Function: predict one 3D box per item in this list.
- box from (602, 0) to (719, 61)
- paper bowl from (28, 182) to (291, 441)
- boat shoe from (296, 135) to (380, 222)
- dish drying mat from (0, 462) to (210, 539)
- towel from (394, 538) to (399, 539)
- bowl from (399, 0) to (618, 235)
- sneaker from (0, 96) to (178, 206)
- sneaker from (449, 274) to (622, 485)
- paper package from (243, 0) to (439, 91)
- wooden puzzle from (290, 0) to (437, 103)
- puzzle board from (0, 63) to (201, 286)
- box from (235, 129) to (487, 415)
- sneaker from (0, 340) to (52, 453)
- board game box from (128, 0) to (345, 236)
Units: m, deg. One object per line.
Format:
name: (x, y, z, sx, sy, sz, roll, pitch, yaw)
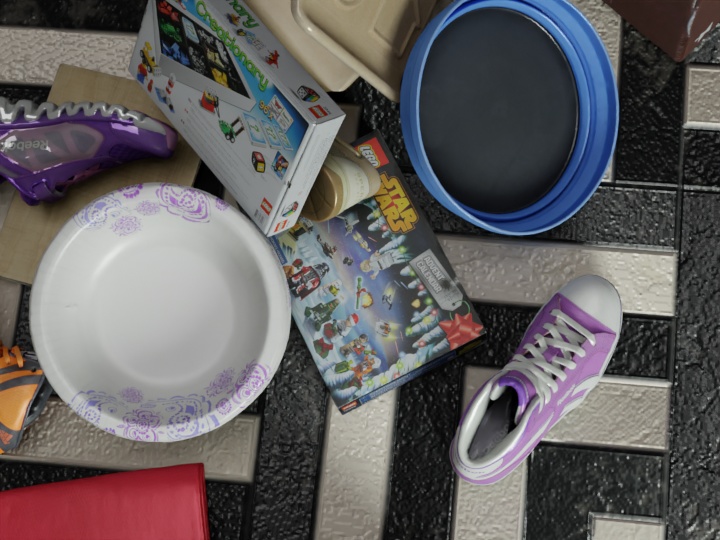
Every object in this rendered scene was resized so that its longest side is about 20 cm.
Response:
box: (0.251, -0.318, 1.097, 0.200, 0.166, 0.164, 43, 83, 13)
paper bowl: (-0.156, 0.033, 1.069, 0.200, 0.104, 0.201, 0, 89, 1)
boat shoe: (-0.068, -0.108, 1.099, 0.065, 0.072, 0.200, -23, 45, -40)
dish drying mat: (-0.223, 0.208, 1.088, 0.200, 0.018, 0.077, -9, 74, 4)
towel: (0.014, 0.324, 1.004, 0.166, 0.086, 0.200, 41, 84, 15)
bowl: (0.120, -0.129, 1.075, 0.200, 0.039, 0.201, -2, 94, -29)
sneaker: (-0.252, -0.097, 1.125, 0.200, 0.080, 0.089, 3, 83, 10)
sneaker: (0.143, 0.081, 1.035, 0.073, 0.114, 0.201, 33, 80, 14)
paper package: (-0.031, -0.276, 1.108, 0.191, 0.103, 0.200, -44, 103, -6)
wooden puzzle: (0.015, -0.247, 1.002, 0.046, 0.185, 0.200, 19, 87, 26)
puzzle board: (-0.222, -0.071, 1.159, 0.150, 0.017, 0.200, 14, 78, 8)
box: (0.000, 0.000, 1.107, 0.137, 0.040, 0.200, -27, 74, -2)
sneaker: (-0.310, 0.056, 1.113, 0.112, 0.078, 0.200, -4, 86, 0)
board game box: (-0.103, -0.140, 1.043, 0.035, 0.126, 0.200, -23, 64, -39)
